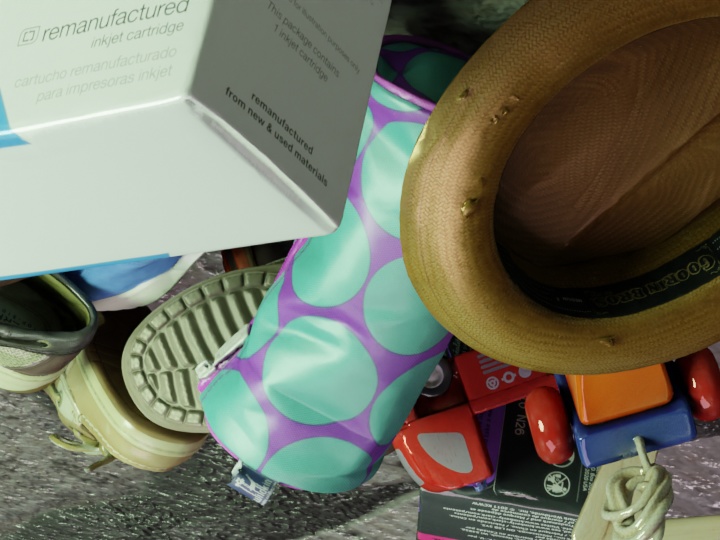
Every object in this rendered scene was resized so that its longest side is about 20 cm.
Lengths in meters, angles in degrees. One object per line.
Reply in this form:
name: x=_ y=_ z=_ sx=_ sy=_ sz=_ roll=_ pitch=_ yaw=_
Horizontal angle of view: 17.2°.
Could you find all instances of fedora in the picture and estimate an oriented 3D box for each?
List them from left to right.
fedora: x=0.100 y=-0.055 z=0.901 sx=0.200 sy=0.082 sz=0.201 roll=-10 pitch=127 yaw=-14

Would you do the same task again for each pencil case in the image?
pencil case: x=0.000 y=0.000 z=1.002 sx=0.092 sy=0.085 sz=0.200 roll=22 pitch=116 yaw=-8

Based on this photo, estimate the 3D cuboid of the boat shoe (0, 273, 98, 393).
boat shoe: x=-0.208 y=-0.013 z=1.078 sx=0.201 sy=0.072 sz=0.066 roll=31 pitch=141 yaw=-21

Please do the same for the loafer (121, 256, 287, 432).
loafer: x=-0.014 y=0.025 z=1.120 sx=0.199 sy=0.076 sz=0.068 roll=-19 pitch=173 yaw=1

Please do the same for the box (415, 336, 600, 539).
box: x=0.088 y=0.102 z=1.252 sx=0.106 sy=0.123 sz=0.200 roll=9 pitch=156 yaw=3

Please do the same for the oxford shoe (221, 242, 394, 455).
oxford shoe: x=-0.017 y=0.032 z=1.238 sx=0.072 sy=0.071 sz=0.200 roll=-25 pitch=144 yaw=3

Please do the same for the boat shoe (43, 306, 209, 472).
boat shoe: x=-0.124 y=0.061 z=1.200 sx=0.073 sy=0.063 sz=0.200 roll=22 pitch=-168 yaw=-21

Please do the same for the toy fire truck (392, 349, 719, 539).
toy fire truck: x=0.121 y=0.083 z=1.115 sx=0.200 sy=0.141 sz=0.049 roll=-19 pitch=176 yaw=3

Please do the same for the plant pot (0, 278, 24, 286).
plant pot: x=-0.214 y=-0.049 z=0.898 sx=0.199 sy=0.187 sz=0.187 roll=4 pitch=159 yaw=-20

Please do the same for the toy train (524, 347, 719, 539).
toy train: x=0.103 y=0.028 z=0.989 sx=0.084 sy=0.200 sz=0.116 roll=-16 pitch=127 yaw=3

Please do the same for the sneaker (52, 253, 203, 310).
sneaker: x=-0.102 y=-0.044 z=1.065 sx=0.200 sy=0.077 sz=0.111 roll=-17 pitch=149 yaw=39

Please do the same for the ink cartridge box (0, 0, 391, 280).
ink cartridge box: x=-0.065 y=-0.108 z=0.769 sx=0.146 sy=0.200 sz=0.086 roll=-8 pitch=148 yaw=34
